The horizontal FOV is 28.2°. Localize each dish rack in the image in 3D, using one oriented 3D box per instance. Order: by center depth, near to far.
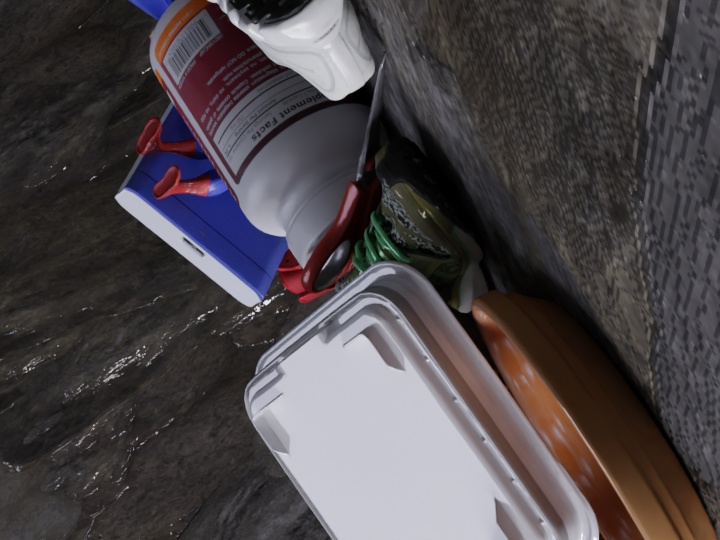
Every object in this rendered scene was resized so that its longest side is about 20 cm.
[{"bbox_3d":[0.021,0.112,0.810,0.201,0.043,0.171,55,133,4],"label":"dish rack"}]

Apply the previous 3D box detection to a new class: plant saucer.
[{"bbox_3d":[0.125,0.092,0.739,0.201,0.037,0.200,58,178,3],"label":"plant saucer"}]

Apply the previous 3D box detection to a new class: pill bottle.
[{"bbox_3d":[-0.052,-0.099,0.970,0.201,0.112,0.113,56,177,23],"label":"pill bottle"}]

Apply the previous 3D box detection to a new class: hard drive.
[{"bbox_3d":[-0.094,-0.087,1.104,0.132,0.025,0.201,40,-133,-19],"label":"hard drive"}]

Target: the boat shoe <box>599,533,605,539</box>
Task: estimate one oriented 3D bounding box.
[{"bbox_3d":[0.141,0.170,0.875,0.200,0.070,0.071,49,-157,-38],"label":"boat shoe"}]

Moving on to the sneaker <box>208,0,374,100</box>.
[{"bbox_3d":[-0.053,-0.160,0.809,0.081,0.075,0.200,48,-175,-41],"label":"sneaker"}]

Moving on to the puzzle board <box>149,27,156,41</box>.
[{"bbox_3d":[-0.092,-0.139,1.278,0.150,0.017,0.202,-30,-86,-53],"label":"puzzle board"}]

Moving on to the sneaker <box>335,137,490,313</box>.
[{"bbox_3d":[0.025,-0.006,0.878,0.077,0.088,0.200,56,177,26],"label":"sneaker"}]

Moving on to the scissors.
[{"bbox_3d":[0.007,-0.061,0.852,0.014,0.073,0.201,40,136,22],"label":"scissors"}]

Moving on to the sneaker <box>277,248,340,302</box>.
[{"bbox_3d":[0.000,0.000,1.112,0.079,0.115,0.200,57,179,-13],"label":"sneaker"}]

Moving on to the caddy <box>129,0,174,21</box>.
[{"bbox_3d":[-0.146,-0.246,1.052,0.142,0.104,0.200,55,176,33],"label":"caddy"}]

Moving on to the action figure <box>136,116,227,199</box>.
[{"bbox_3d":[-0.069,-0.086,1.072,0.199,0.052,0.066,-4,-123,-45],"label":"action figure"}]

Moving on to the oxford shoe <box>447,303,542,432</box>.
[{"bbox_3d":[0.076,0.068,0.863,0.199,0.072,0.073,36,161,-33],"label":"oxford shoe"}]
